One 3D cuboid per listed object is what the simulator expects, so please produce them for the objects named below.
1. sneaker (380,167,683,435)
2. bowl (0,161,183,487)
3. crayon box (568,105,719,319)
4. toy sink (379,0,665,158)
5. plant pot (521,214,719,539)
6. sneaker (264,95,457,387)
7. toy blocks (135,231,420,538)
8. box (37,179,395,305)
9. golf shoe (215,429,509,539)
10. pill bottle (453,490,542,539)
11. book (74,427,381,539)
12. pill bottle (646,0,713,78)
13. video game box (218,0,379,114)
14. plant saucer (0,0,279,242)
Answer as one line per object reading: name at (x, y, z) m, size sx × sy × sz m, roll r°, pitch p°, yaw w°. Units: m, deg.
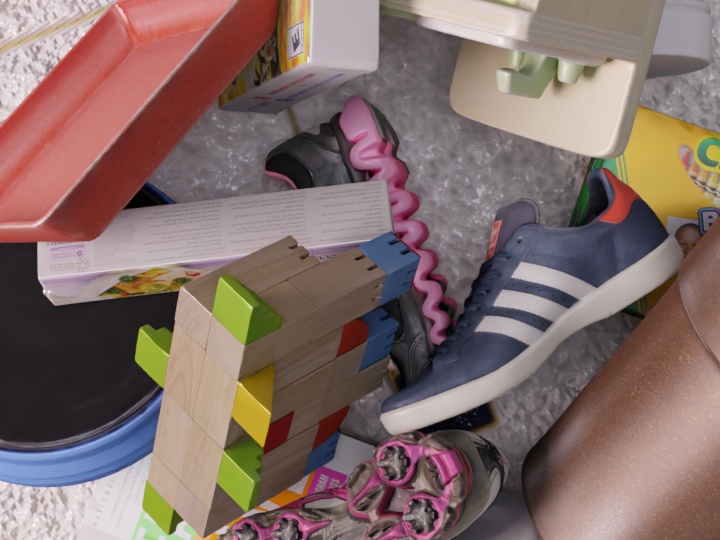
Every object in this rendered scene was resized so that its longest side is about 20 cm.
sneaker at (0.081, 0.013, 0.824) m, size 0.200 × 0.075 × 0.085 m, roll -33°, pitch 91°, yaw -17°
bowl at (-0.178, 0.025, 0.857) m, size 0.200 × 0.039 × 0.201 m, roll -1°, pitch 66°, yaw 2°
crayon box at (0.228, -0.014, 0.897) m, size 0.200 × 0.058 × 0.119 m, roll 19°, pitch 88°, yaw -1°
toy sink at (0.084, -0.172, 0.789) m, size 0.112 × 0.130 × 0.201 m, roll 1°, pitch 107°, yaw -44°
plant pot at (0.206, 0.093, 0.794) m, size 0.200 × 0.200 × 0.198 m, roll 41°, pitch 116°, yaw 0°
sneaker at (0.000, 0.000, 0.889) m, size 0.095 × 0.079 × 0.200 m, roll -20°, pitch 82°, yaw 7°
toy blocks at (-0.040, 0.054, 0.804) m, size 0.137 × 0.200 × 0.100 m, roll -26°, pitch 55°, yaw -39°
box at (-0.080, -0.015, 0.827) m, size 0.199 × 0.039 × 0.042 m, roll -7°, pitch 66°, yaw 0°
golf shoe at (-0.002, 0.153, 0.829) m, size 0.200 × 0.092 × 0.073 m, roll -31°, pitch 71°, yaw 27°
pill bottle at (0.101, 0.238, 0.851) m, size 0.112 × 0.112 × 0.200 m, roll -29°, pitch 104°, yaw -2°
book at (-0.060, 0.149, 0.894) m, size 0.200 × 0.048 × 0.134 m, roll 21°, pitch 89°, yaw -4°
pill bottle at (0.158, -0.220, 0.875) m, size 0.114 × 0.114 × 0.201 m, roll -1°, pitch 89°, yaw -2°
video game box at (-0.038, -0.200, 0.834) m, size 0.047 × 0.182 × 0.201 m, roll 1°, pitch 87°, yaw -18°
plant saucer at (-0.141, -0.084, 0.810) m, size 0.037 × 0.199 × 0.200 m, roll 48°, pitch 65°, yaw -26°
